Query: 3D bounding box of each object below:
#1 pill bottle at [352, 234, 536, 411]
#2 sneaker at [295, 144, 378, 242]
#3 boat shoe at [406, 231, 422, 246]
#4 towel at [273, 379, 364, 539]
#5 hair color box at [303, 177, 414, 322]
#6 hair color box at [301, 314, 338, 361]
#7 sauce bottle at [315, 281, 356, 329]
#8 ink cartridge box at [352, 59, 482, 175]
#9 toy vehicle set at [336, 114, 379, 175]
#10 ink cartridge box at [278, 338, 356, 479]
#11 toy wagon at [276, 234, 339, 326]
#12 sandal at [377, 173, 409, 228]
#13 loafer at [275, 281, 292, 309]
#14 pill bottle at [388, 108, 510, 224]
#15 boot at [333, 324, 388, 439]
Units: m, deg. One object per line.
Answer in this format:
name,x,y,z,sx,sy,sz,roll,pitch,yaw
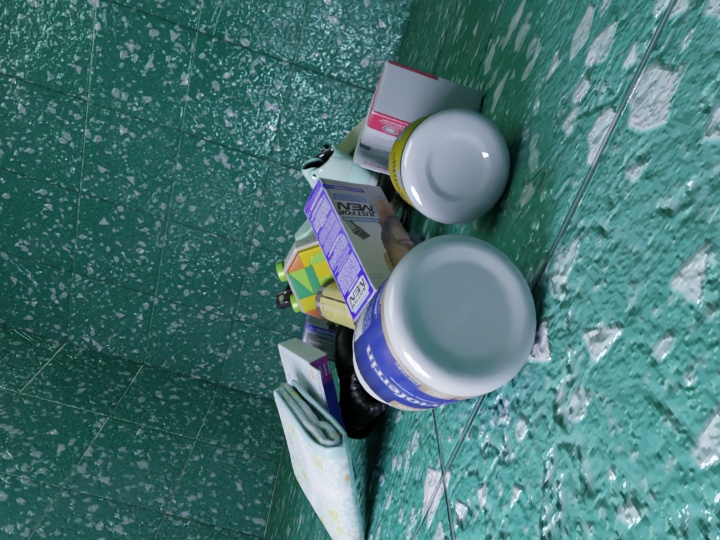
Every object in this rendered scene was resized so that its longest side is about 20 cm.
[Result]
pill bottle,0.055,0.058,0.468,0.200,0.114,0.118,119,166,-68
sneaker,-0.076,-0.132,0.953,0.200,0.117,0.074,-42,32,24
boat shoe,0.063,-0.012,0.838,0.202,0.073,0.088,-129,52,-71
towel,-0.056,0.261,0.745,0.199,0.047,0.174,28,133,60
hair color box,0.010,-0.030,0.721,0.065,0.108,0.202,-55,48,38
hair color box,-0.055,0.108,1.081,0.200,0.107,0.066,-93,20,-72
sauce bottle,0.007,0.061,0.803,0.199,0.064,0.066,15,88,53
ink cartridge box,0.077,-0.210,0.821,0.200,0.142,0.085,139,146,-79
toy vehicle set,0.014,-0.225,1.048,0.124,0.027,0.200,-45,-13,2
ink cartridge box,-0.059,0.216,0.829,0.199,0.043,0.200,8,113,64
toy wagon,-0.046,0.027,0.912,0.040,0.152,0.202,-104,-3,-54
sandal,0.069,-0.104,1.058,0.080,0.056,0.205,43,-142,-57
loafer,-0.117,0.011,1.120,0.072,0.072,0.200,-21,14,36
pill bottle,0.090,-0.121,0.622,0.200,0.110,0.114,-101,28,-78
boot,0.008,0.135,0.828,0.159,0.078,0.214,105,163,-55
